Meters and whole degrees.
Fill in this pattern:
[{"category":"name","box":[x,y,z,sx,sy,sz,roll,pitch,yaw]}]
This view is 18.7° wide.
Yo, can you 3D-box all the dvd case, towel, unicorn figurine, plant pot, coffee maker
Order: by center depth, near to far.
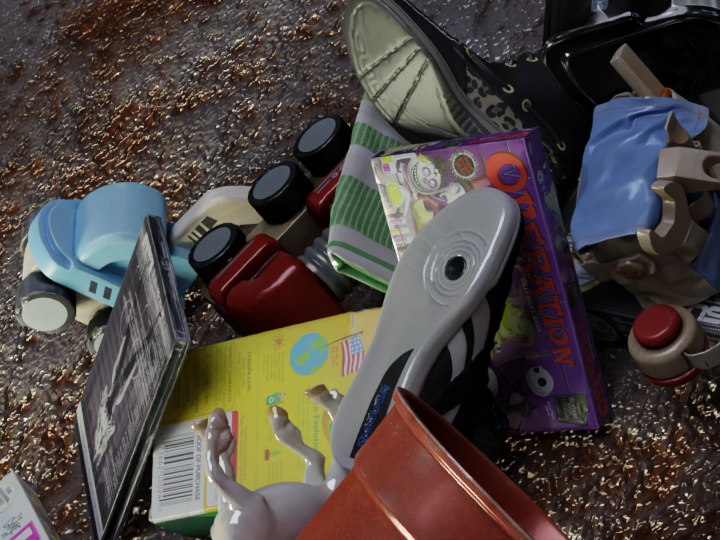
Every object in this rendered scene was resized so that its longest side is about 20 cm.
[{"category":"plant pot","box":[0.026,0.207,1.290,0.195,0.201,0.201,-46,38,3]},{"category":"unicorn figurine","box":[-0.060,0.153,1.377,0.199,0.138,0.074,-14,-11,-21]},{"category":"coffee maker","box":[0.181,-0.211,1.526,0.192,0.134,0.201,-30,47,46]},{"category":"towel","box":[0.059,-0.054,1.540,0.023,0.152,0.200,-51,18,51]},{"category":"dvd case","box":[-0.168,0.082,1.593,0.149,0.016,0.200,-110,36,-51]}]

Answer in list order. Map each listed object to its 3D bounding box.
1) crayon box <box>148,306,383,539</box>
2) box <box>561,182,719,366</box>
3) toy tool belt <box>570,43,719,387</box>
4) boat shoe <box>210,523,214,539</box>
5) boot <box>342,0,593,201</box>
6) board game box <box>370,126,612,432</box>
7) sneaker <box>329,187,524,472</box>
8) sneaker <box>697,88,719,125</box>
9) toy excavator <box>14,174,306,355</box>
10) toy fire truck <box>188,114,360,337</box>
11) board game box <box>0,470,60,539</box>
[{"category":"crayon box","box":[-0.050,0.107,1.520,0.200,0.051,0.127,-13,63,28]},{"category":"box","box":[0.221,-0.019,1.465,0.200,0.044,0.160,11,59,44]},{"category":"toy tool belt","box":[0.179,-0.039,1.384,0.125,0.123,0.200,-14,45,27]},{"category":"boat shoe","box":[-0.070,0.198,1.442,0.201,0.086,0.075,-16,44,26]},{"category":"boot","box":[0.094,-0.139,1.557,0.154,0.204,0.073,-40,-2,-42]},{"category":"board game box","box":[0.085,0.011,1.430,0.120,0.201,0.032,-8,16,31]},{"category":"sneaker","box":[0.065,0.051,1.405,0.073,0.112,0.200,31,93,46]},{"category":"sneaker","box":[0.273,-0.211,1.579,0.146,0.077,0.203,-39,45,14]},{"category":"toy excavator","box":[-0.149,-0.021,1.699,0.200,0.194,0.100,-48,29,34]},{"category":"toy fire truck","box":[0.000,0.000,1.578,0.176,0.129,0.200,-46,29,-9]},{"category":"board game box","box":[-0.266,0.250,1.586,0.134,0.034,0.200,-39,38,-2]}]
